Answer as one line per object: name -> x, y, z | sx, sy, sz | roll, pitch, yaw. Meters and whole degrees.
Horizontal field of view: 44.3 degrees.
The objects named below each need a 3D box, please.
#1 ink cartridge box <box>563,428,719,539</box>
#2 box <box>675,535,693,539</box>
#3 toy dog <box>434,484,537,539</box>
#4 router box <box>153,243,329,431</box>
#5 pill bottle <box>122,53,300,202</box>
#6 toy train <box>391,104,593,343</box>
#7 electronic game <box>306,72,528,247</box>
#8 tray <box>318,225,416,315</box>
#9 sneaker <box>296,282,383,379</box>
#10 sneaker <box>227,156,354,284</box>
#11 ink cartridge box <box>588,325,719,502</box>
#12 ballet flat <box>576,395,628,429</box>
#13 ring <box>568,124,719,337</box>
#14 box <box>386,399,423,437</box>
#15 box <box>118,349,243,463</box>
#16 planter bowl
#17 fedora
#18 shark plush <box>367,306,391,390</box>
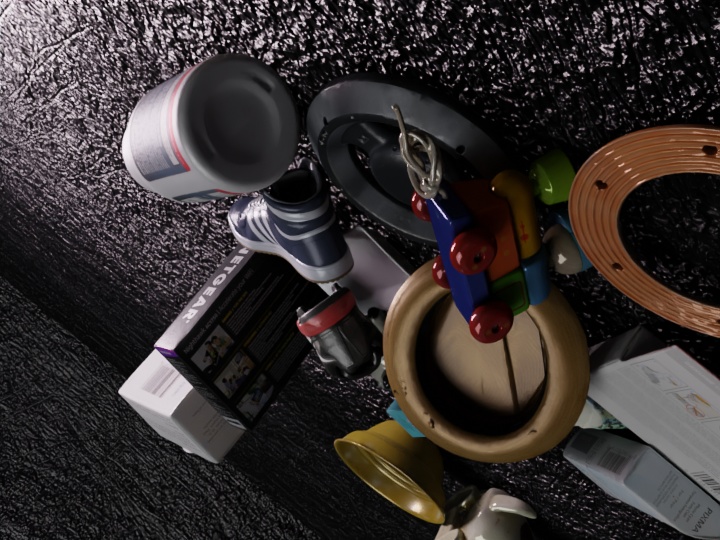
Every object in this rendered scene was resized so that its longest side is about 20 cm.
ink cartridge box -> 0.309, 0.239, 0.871 | 0.200, 0.047, 0.160 | 42, 173, -3
box -> 0.406, 0.421, 0.984 | 0.199, 0.148, 0.105 | 30, 156, 20
toy dog -> 0.225, 0.412, 1.299 | 0.200, 0.140, 0.194 | 42, 121, -6
router box -> -0.125, 0.064, 1.049 | 0.051, 0.201, 0.150 | 5, 140, 49
pill bottle -> -0.153, -0.126, 0.838 | 0.120, 0.120, 0.199 | 48, 156, -23
toy train -> 0.099, -0.052, 0.617 | 0.085, 0.115, 0.201 | -122, 9, -49
electronic game -> 0.045, -0.083, 0.718 | 0.198, 0.042, 0.201 | 24, 155, 12
tray -> 0.000, 0.000, 0.971 | 0.107, 0.022, 0.200 | 43, 157, -13
sneaker -> -0.020, 0.070, 0.945 | 0.098, 0.071, 0.200 | 56, 177, 1
sneaker -> -0.086, -0.069, 0.915 | 0.199, 0.070, 0.109 | 28, 146, 47
ink cartridge box -> 0.294, 0.123, 0.725 | 0.199, 0.045, 0.176 | 39, 159, -1
ballet flat -> 0.176, 0.111, 0.853 | 0.199, 0.074, 0.074 | 31, 157, 16
ring -> 0.230, -0.021, 0.565 | 0.199, 0.019, 0.201 | 25, 151, 15
box -> 0.106, 0.140, 0.995 | 0.049, 0.082, 0.200 | 42, 157, -9
box -> -0.267, 0.192, 1.506 | 0.198, 0.200, 0.131 | 8, 142, 50
planter bowl -> 0.063, 0.286, 1.333 | 0.199, 0.084, 0.201 | 31, 156, 16
fedora -> 0.116, 0.070, 0.792 | 0.199, 0.082, 0.203 | 8, 112, 20
shark plush -> 0.053, 0.111, 1.034 | 0.201, 0.082, 0.092 | 95, 162, -60
